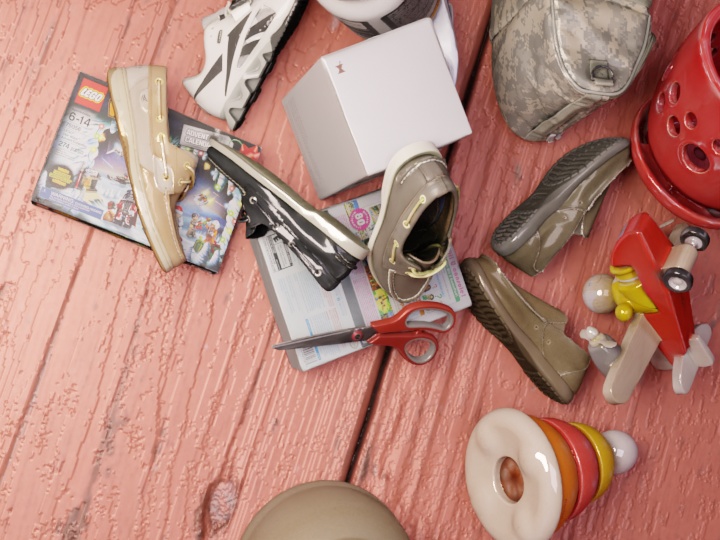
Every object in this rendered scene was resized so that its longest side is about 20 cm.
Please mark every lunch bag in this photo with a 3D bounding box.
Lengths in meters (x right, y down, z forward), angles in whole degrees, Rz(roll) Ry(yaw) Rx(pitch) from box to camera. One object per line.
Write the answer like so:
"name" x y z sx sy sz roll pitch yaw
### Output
"lunch bag" 0.216 -0.237 1.138 0.137 0.200 0.171 9 81 -12

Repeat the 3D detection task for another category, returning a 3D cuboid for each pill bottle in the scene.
"pill bottle" 0.010 -0.290 1.039 0.114 0.200 0.119 0 91 13

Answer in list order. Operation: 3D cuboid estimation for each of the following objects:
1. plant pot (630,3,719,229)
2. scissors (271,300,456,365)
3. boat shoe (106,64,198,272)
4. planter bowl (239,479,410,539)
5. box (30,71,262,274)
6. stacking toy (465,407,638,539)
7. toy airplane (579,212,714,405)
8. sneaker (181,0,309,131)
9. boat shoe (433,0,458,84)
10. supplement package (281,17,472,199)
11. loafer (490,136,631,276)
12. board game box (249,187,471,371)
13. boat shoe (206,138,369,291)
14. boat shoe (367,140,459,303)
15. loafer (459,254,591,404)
"plant pot" 0.400 -0.157 1.169 0.197 0.183 0.204 11 58 -18
"scissors" 0.008 0.056 1.084 0.197 0.014 0.074 8 116 -29
"boat shoe" -0.190 -0.102 1.039 0.068 0.074 0.204 -14 90 -9
"planter bowl" -0.022 0.319 1.075 0.196 0.135 0.204 1 86 -16
"box" -0.214 -0.096 1.092 0.197 0.040 0.139 21 81 -13
"stacking toy" 0.224 0.213 1.170 0.197 0.145 0.149 -3 88 -33
"toy airplane" 0.314 0.040 1.192 0.199 0.139 0.203 0 97 -57
"sneaker" -0.113 -0.249 1.090 0.088 0.074 0.202 33 100 -1
"boat shoe" 0.068 -0.261 1.163 0.070 0.068 0.204 -9 89 14
"supplement package" 0.009 -0.154 1.073 0.115 0.200 0.119 -22 93 -14
"loafer" 0.230 -0.071 1.203 0.200 0.075 0.070 -42 110 -9
"board game box" 0.000 0.000 1.134 0.197 0.064 0.150 -19 93 -14
"boat shoe" -0.084 -0.052 1.052 0.198 0.074 0.067 37 98 11
"boat shoe" 0.052 -0.030 1.021 0.071 0.203 0.061 -19 55 -19
"loafer" 0.180 0.055 1.178 0.067 0.076 0.201 -42 108 -14
